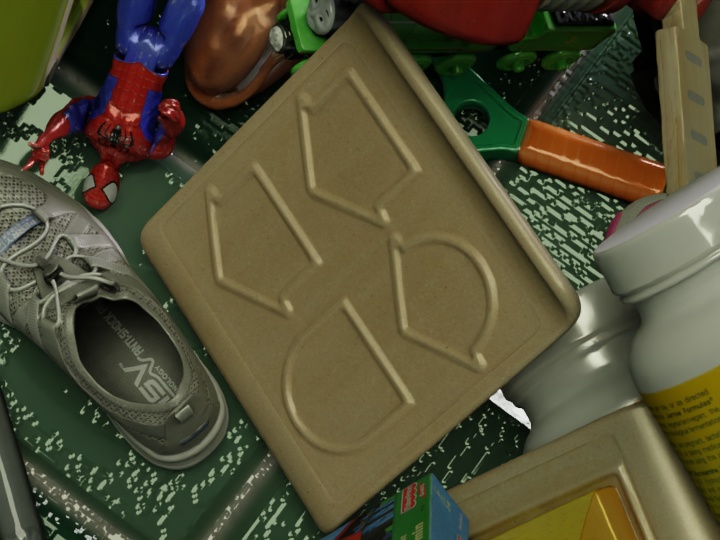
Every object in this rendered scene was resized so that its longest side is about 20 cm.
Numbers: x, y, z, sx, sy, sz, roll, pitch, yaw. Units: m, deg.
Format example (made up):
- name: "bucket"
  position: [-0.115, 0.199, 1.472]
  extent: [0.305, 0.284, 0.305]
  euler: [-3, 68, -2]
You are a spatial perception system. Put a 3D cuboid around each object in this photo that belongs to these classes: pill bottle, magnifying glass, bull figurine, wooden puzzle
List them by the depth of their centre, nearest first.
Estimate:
- name: "pill bottle"
  position: [0.186, 0.056, 0.925]
  extent: [0.112, 0.112, 0.201]
  euler: [-33, 93, -11]
- name: "wooden puzzle"
  position: [0.093, 0.178, 0.995]
  extent: [0.199, 0.037, 0.186]
  euler: [-29, 77, 34]
- name: "pill bottle"
  position: [0.149, 0.107, 1.041]
  extent: [0.116, 0.116, 0.201]
  euler: [-27, 77, -10]
- name: "wooden puzzle"
  position: [0.000, 0.000, 1.052]
  extent: [0.200, 0.046, 0.186]
  euler: [-44, 71, 32]
- name: "bull figurine"
  position: [-0.063, -0.187, 1.140]
  extent: [0.121, 0.065, 0.201]
  euler: [-14, 81, 17]
- name: "magnifying glass"
  position: [0.066, -0.076, 1.144]
  extent: [0.199, 0.022, 0.080]
  euler: [19, 73, 5]

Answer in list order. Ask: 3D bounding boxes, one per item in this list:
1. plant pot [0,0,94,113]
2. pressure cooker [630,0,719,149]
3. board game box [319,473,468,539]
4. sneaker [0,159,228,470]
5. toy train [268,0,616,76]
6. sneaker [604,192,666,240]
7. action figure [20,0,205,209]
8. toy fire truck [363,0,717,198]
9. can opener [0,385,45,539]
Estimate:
- name: "plant pot"
  position: [-0.201, -0.207, 1.054]
  extent: [0.180, 0.201, 0.199]
  euler: [22, 38, -3]
- name: "pressure cooker"
  position: [0.232, -0.142, 1.081]
  extent: [0.175, 0.200, 0.180]
  euler: [6, 81, -34]
- name: "board game box"
  position: [-0.042, 0.185, 0.958]
  extent: [0.199, 0.151, 0.037]
  euler: [-34, 107, 14]
- name: "sneaker"
  position: [-0.139, 0.009, 1.075]
  extent: [0.200, 0.082, 0.075]
  euler: [42, 76, 10]
- name: "toy train"
  position: [0.046, -0.125, 1.100]
  extent: [0.199, 0.056, 0.042]
  euler: [-5, 73, -34]
- name: "sneaker"
  position: [0.220, 0.009, 1.087]
  extent: [0.199, 0.088, 0.082]
  euler: [20, 74, 4]
- name: "action figure"
  position: [-0.109, -0.111, 1.066]
  extent: [0.065, 0.099, 0.201]
  euler: [20, 115, -1]
- name: "toy fire truck"
  position: [0.092, -0.125, 0.993]
  extent: [0.175, 0.129, 0.200]
  euler: [-7, 39, -44]
- name: "can opener"
  position: [-0.180, 0.125, 1.052]
  extent: [0.052, 0.067, 0.201]
  euler: [-17, 70, -6]
